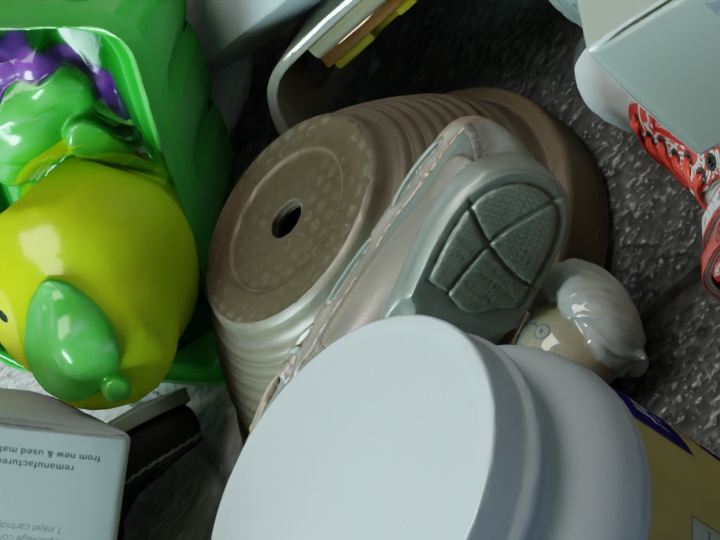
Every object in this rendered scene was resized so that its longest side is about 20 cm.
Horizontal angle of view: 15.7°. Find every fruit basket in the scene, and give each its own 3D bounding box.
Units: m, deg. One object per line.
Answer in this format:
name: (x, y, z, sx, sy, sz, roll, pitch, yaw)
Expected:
fruit basket: (-0.129, -0.018, 1.141, 0.155, 0.216, 0.217, 3, 63, 23)

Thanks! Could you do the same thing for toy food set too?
toy food set: (0.048, -0.142, 1.162, 0.200, 0.060, 0.144, -40, 12, 30)

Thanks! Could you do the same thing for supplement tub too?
supplement tub: (0.064, 0.112, 0.834, 0.145, 0.200, 0.146, -31, 42, 33)

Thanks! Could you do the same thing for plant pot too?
plant pot: (0.000, 0.000, 1.101, 0.200, 0.093, 0.202, -32, 42, 34)

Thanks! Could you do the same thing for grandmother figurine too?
grandmother figurine: (0.061, 0.090, 0.985, 0.121, 0.060, 0.201, 5, 70, 43)

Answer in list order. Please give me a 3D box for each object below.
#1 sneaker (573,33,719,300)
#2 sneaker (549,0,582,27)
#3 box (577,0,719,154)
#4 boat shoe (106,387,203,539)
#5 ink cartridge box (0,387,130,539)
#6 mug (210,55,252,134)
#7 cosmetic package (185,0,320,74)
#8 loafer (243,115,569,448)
sneaker: (0.137, -0.040, 0.982, 0.201, 0.067, 0.108, 6, 65, 50)
sneaker: (0.161, -0.151, 1.054, 0.199, 0.075, 0.087, -19, 38, 33)
box: (0.116, -0.149, 0.967, 0.068, 0.082, 0.201, -29, 45, 26)
boat shoe: (-0.147, 0.131, 1.211, 0.201, 0.072, 0.061, -37, 82, 10)
ink cartridge box: (-0.165, 0.153, 1.096, 0.147, 0.085, 0.201, -168, 84, -69)
mug: (-0.118, -0.133, 1.328, 0.200, 0.148, 0.175, -34, 38, -20)
cosmetic package: (-0.064, -0.180, 1.147, 0.051, 0.151, 0.200, -25, -1, -26)
loafer: (0.010, 0.031, 1.011, 0.200, 0.072, 0.063, -56, 32, 17)
